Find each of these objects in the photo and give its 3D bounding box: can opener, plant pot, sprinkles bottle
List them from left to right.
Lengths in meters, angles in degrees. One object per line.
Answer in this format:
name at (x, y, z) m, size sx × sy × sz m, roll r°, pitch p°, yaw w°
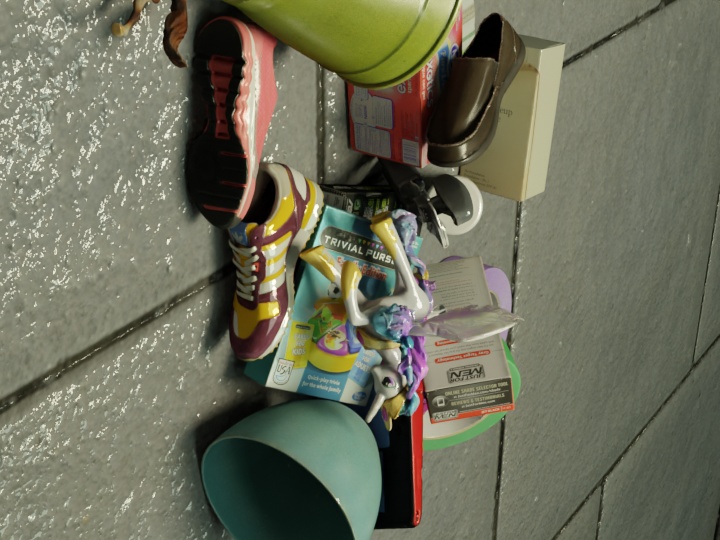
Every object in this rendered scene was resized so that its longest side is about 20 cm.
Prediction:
plant pot at (-0.054, 0.219, 1.308) m, size 0.135 × 0.198 × 0.202 m, roll -45°, pitch 140°, yaw -43°
plant pot at (-0.038, -0.285, 1.099) m, size 0.192 × 0.199 × 0.203 m, roll 8°, pitch 99°, yaw -47°
can opener at (0.074, -0.094, 1.355) m, size 0.066 × 0.201 × 0.054 m, roll -24°, pitch 124°, yaw -1°
sprinkles bottle at (0.115, -0.082, 1.473) m, size 0.200 × 0.067 × 0.069 m, roll -44°, pitch 149°, yaw -83°

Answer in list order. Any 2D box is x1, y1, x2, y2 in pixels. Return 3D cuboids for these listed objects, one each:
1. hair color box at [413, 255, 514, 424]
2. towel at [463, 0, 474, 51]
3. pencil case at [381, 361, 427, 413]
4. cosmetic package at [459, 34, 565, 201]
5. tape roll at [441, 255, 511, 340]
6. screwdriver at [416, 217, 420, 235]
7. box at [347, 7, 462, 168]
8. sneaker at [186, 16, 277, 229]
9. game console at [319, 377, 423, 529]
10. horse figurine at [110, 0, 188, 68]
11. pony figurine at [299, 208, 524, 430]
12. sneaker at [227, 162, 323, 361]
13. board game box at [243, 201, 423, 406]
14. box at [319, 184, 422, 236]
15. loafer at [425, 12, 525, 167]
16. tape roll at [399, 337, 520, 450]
hair color box at (0.112, 0.077, 1.415) m, size 0.201 × 0.100 × 0.062 m, roll -97°, pitch 177°, yaw -47°
towel at (0.096, -0.263, 1.470) m, size 0.149 × 0.030 × 0.202 m, roll -42°, pitch 136°, yaw -45°
pencil case at (0.021, 0.196, 1.471) m, size 0.088 × 0.088 × 0.201 m, roll -18°, pitch 142°, yaw -54°
cosmetic package at (0.198, -0.204, 1.588) m, size 0.073 × 0.103 × 0.203 m, roll -24°, pitch 125°, yaw -50°
tape roll at (0.135, 0.085, 1.675) m, size 0.199 × 0.065 × 0.203 m, roll -33°, pitch 131°, yaw -47°
screwdriver at (0.042, 0.026, 1.430) m, size 0.028 × 0.029 × 0.203 m, roll 9°, pitch 91°, yaw -60°
box at (0.048, -0.229, 1.332) m, size 0.095 × 0.102 × 0.202 m, roll -39°, pitch 135°, yaw -45°
sneaker at (-0.109, -0.139, 1.149) m, size 0.086 × 0.073 × 0.203 m, roll -20°, pitch 122°, yaw -55°
game console at (0.008, 0.205, 1.381) m, size 0.031 × 0.199 × 0.179 m, roll 11°, pitch 73°, yaw -30°
horse figurine at (-0.170, -0.272, 0.988) m, size 0.133 × 0.049 × 0.202 m, roll -56°, pitch 142°, yaw -57°
pony figurine at (0.047, 0.042, 1.267) m, size 0.192 × 0.166 × 0.202 m, roll -28°, pitch 100°, yaw -34°
sneaker at (-0.107, -0.011, 1.230) m, size 0.090 × 0.074 × 0.203 m, roll 24°, pitch 79°, yaw -51°
board game box at (-0.027, 0.037, 1.322) m, size 0.150 × 0.047 × 0.202 m, roll 16°, pitch 95°, yaw -42°
box at (0.000, 0.000, 1.428) m, size 0.192 × 0.047 × 0.203 m, roll -9°, pitch 112°, yaw -60°
loafer at (0.115, -0.198, 1.300) m, size 0.072 × 0.072 × 0.202 m, roll 59°, pitch 46°, yaw -46°
tape roll at (0.107, 0.155, 1.563) m, size 0.198 × 0.048 × 0.202 m, roll -11°, pitch 138°, yaw -10°
